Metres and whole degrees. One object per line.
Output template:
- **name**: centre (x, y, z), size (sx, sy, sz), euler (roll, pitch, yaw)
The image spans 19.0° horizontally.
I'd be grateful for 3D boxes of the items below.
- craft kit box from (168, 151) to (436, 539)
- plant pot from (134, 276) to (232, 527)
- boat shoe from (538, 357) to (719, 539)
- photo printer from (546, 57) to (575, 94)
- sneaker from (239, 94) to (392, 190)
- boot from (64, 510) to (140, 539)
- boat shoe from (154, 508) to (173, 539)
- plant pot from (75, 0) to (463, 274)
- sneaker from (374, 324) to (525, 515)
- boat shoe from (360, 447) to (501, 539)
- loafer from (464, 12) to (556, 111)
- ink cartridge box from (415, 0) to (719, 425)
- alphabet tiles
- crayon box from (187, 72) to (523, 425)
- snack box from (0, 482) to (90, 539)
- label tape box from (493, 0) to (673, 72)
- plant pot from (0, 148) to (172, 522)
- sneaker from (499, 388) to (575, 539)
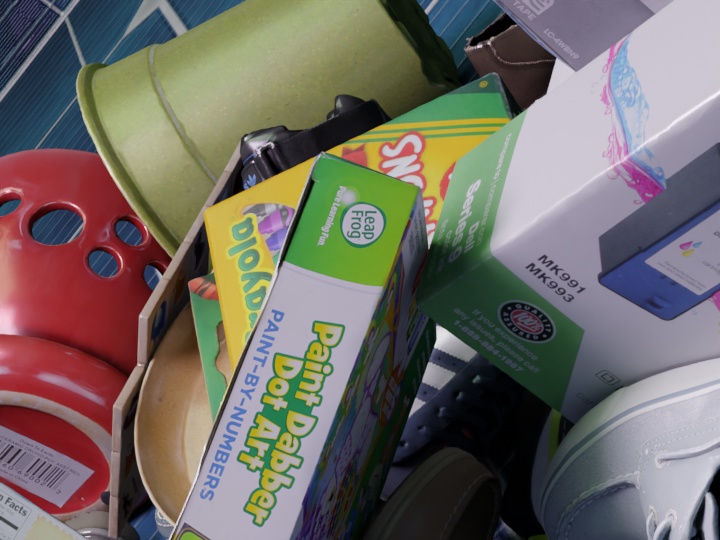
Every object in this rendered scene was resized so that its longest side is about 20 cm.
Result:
- **craft kit box**: centre (-0.024, 0.081, 0.813), size (0.200, 0.048, 0.198), euler (77, -144, -73)
- **plant pot**: centre (-0.018, 0.059, 1.072), size (0.200, 0.027, 0.200), euler (-16, 50, 19)
- **boat shoe**: centre (0.129, 0.074, 0.737), size (0.201, 0.070, 0.072), euler (-30, 24, 44)
- **photo printer**: centre (0.163, -0.118, 1.014), size (0.166, 0.069, 0.200), euler (-35, 25, 39)
- **sneaker**: centre (-0.047, -0.015, 1.192), size (0.200, 0.111, 0.077), euler (-40, -6, -10)
- **boot**: centre (-0.205, 0.251, 1.258), size (0.182, 0.073, 0.200), euler (-42, 27, 35)
- **boat shoe**: centre (-0.061, 0.095, 1.182), size (0.200, 0.062, 0.073), euler (-35, 25, 44)
- **plant pot**: centre (-0.041, -0.100, 1.343), size (0.190, 0.200, 0.200), euler (-35, 22, 14)
- **sneaker**: centre (0.040, 0.067, 0.966), size (0.200, 0.075, 0.085), euler (-34, 41, 15)
- **boat shoe**: centre (0.023, 0.161, 0.861), size (0.065, 0.072, 0.200), euler (8, 52, 27)
- **loafer**: centre (0.129, -0.174, 1.201), size (0.200, 0.071, 0.073), euler (-56, 18, -9)
- **ink cartridge box**: centre (0.140, -0.018, 0.759), size (0.200, 0.145, 0.088), euler (-36, 24, 41)
- **alphabet tiles**: centre (-0.100, 0.047, 1.198), size (0.200, 0.008, 0.167), euler (-64, -13, -48)
- **crayon box**: centre (0.000, 0.000, 1.052), size (0.200, 0.051, 0.127), euler (-26, 48, 12)
- **snack box**: centre (-0.143, 0.164, 0.906), size (0.116, 0.200, 0.037), euler (-58, 17, -13)
- **label tape box**: centre (0.156, -0.198, 0.968), size (0.200, 0.066, 0.143), euler (-37, 24, 39)
- **plant pot**: centre (-0.193, 0.050, 1.383), size (0.200, 0.200, 0.183), euler (-38, 29, 38)
- **sneaker**: centre (0.094, 0.034, 0.897), size (0.083, 0.072, 0.200), euler (-37, 24, 43)
